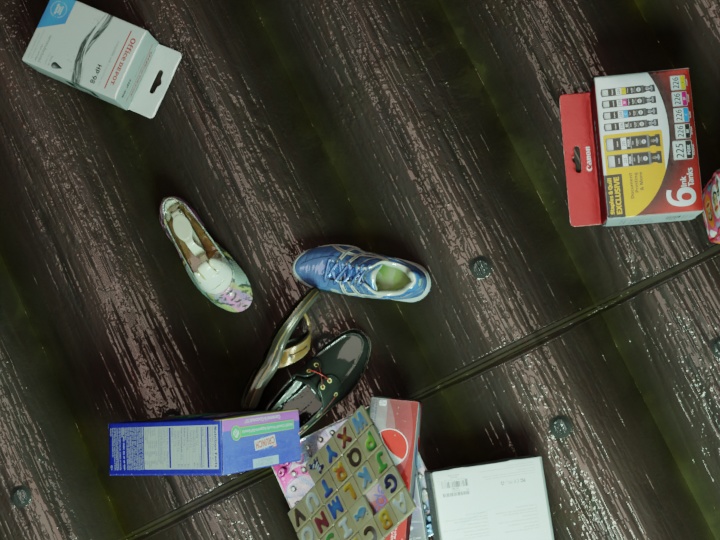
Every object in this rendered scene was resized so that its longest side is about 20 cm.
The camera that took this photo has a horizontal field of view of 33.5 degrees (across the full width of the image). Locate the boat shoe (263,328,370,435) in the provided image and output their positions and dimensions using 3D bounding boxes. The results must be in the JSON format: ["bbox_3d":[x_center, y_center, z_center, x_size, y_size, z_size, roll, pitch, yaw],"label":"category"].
[{"bbox_3d":[-0.060,0.164,1.686,0.074,0.063,0.201,43,88,11],"label":"boat shoe"}]

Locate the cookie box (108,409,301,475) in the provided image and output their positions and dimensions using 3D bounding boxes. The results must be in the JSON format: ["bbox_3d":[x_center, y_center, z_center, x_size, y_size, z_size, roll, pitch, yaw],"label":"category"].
[{"bbox_3d":[-0.208,0.231,1.606,0.200,0.171,0.075,-6,85,32],"label":"cookie box"}]

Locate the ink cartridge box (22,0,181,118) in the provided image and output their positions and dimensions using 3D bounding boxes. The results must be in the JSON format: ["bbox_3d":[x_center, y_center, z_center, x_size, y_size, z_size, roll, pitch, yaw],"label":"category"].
[{"bbox_3d":[-0.380,-0.317,1.768,0.200,0.067,0.116,23,86,8],"label":"ink cartridge box"}]

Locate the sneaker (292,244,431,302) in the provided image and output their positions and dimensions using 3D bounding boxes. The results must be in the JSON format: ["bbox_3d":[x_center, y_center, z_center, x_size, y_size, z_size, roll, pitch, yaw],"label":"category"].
[{"bbox_3d":[0.000,0.000,1.688,0.199,0.077,0.076,5,86,8],"label":"sneaker"}]

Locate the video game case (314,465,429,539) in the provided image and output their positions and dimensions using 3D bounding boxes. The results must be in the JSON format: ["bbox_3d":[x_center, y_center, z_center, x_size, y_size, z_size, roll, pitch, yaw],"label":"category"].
[{"bbox_3d":[0.021,0.359,1.651,0.142,0.019,0.201,-10,82,5],"label":"video game case"}]

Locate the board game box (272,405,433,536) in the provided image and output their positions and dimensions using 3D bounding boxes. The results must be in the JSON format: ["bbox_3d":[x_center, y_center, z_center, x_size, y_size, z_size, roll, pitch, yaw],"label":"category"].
[{"bbox_3d":[-0.003,0.309,1.681,0.200,0.026,0.200,-26,82,3],"label":"board game box"}]

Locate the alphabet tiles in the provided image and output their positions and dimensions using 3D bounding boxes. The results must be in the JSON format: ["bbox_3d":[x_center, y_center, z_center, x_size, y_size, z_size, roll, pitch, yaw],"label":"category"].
[{"bbox_3d":[-0.022,0.308,1.604,0.200,0.008,0.167,-49,52,26],"label":"alphabet tiles"}]

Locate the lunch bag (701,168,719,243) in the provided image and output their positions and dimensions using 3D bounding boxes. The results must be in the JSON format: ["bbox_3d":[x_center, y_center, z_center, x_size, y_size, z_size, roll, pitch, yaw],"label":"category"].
[{"bbox_3d":[0.549,-0.100,1.578,0.176,0.200,0.082,-12,78,5],"label":"lunch bag"}]

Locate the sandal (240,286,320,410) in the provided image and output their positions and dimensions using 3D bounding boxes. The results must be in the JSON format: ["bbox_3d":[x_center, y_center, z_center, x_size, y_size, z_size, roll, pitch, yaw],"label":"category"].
[{"bbox_3d":[-0.104,0.115,1.689,0.054,0.082,0.200,28,86,-8],"label":"sandal"}]

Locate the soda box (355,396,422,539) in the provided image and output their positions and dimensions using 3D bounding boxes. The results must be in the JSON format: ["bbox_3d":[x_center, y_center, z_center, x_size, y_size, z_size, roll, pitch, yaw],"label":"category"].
[{"bbox_3d":[0.040,0.273,1.618,0.070,0.063,0.201,6,85,8],"label":"soda box"}]

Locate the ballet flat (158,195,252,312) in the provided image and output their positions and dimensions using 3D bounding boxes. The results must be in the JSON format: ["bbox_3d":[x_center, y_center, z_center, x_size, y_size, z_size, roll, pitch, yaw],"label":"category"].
[{"bbox_3d":[-0.230,-0.024,1.718,0.069,0.071,0.200,-36,82,1],"label":"ballet flat"}]

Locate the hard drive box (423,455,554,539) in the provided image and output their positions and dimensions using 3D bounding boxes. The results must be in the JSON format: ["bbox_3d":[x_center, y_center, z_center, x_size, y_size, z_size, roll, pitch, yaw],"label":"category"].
[{"bbox_3d":[0.178,0.360,1.617,0.155,0.077,0.201,-7,83,-6],"label":"hard drive box"}]

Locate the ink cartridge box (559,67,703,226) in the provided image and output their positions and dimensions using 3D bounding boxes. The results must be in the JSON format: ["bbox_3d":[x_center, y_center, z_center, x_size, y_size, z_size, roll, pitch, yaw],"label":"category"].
[{"bbox_3d":[0.373,-0.166,1.661,0.175,0.084,0.201,-5,84,6],"label":"ink cartridge box"}]
